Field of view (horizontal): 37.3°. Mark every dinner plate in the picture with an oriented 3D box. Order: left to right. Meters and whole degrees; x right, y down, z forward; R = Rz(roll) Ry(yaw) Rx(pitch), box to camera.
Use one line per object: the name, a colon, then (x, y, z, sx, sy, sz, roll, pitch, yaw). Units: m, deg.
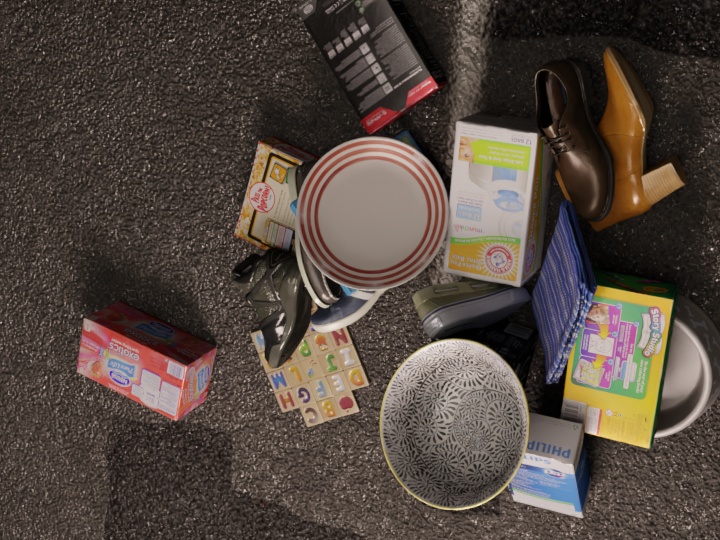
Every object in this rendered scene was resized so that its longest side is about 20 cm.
dinner plate: (0.016, -0.073, 1.377, 0.197, 0.024, 0.203, -1, 79, 4)

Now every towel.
towel: (0.246, 0.029, 1.332, 0.023, 0.146, 0.201, 0, 141, -7)

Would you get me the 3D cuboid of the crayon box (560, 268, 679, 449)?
crayon box: (0.322, 0.109, 1.334, 0.117, 0.058, 0.203, 11, 109, 21)

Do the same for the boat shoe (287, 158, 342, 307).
boat shoe: (-0.050, -0.054, 1.439, 0.060, 0.071, 0.204, -17, 75, 25)

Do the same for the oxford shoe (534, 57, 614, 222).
oxford shoe: (0.248, -0.153, 1.289, 0.072, 0.084, 0.203, -20, 85, 46)

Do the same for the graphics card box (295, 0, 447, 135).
graphics card box: (0.014, -0.302, 1.429, 0.125, 0.051, 0.201, -31, 91, 29)

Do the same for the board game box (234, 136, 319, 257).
board game box: (-0.073, -0.082, 1.534, 0.198, 0.046, 0.153, 26, 114, 16)

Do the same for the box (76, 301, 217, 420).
box: (-0.340, 0.141, 1.695, 0.198, 0.095, 0.104, 22, 113, 18)

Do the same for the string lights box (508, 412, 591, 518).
string lights box: (0.245, 0.257, 1.409, 0.101, 0.060, 0.201, 11, 152, 21)

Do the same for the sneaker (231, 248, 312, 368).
sneaker: (-0.132, 0.048, 1.565, 0.113, 0.076, 0.201, 28, 134, 21)

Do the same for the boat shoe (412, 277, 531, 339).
boat shoe: (0.148, 0.037, 1.388, 0.072, 0.199, 0.063, -41, 69, 39)

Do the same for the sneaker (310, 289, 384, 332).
sneaker: (0.000, 0.000, 1.471, 0.199, 0.075, 0.085, -38, 116, -2)

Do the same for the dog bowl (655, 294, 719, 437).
dog bowl: (0.368, 0.124, 1.383, 0.197, 0.059, 0.203, 7, 108, 23)

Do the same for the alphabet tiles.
alphabet tiles: (-0.078, 0.134, 1.622, 0.165, 0.006, 0.202, -20, 96, 28)

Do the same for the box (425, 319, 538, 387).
box: (0.149, 0.175, 1.447, 0.123, 0.148, 0.203, 18, 110, 18)

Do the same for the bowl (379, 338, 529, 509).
bowl: (0.132, 0.188, 1.307, 0.198, 0.094, 0.204, -7, 78, 31)

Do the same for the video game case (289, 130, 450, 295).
video game case: (0.024, -0.079, 1.425, 0.144, 0.199, 0.018, 56, 160, 1)

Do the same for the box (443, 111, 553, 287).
box: (0.181, -0.093, 1.382, 0.111, 0.101, 0.203, 12, 109, 22)

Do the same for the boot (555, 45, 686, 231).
boot: (0.300, -0.159, 1.328, 0.143, 0.071, 0.203, -26, 92, 32)
